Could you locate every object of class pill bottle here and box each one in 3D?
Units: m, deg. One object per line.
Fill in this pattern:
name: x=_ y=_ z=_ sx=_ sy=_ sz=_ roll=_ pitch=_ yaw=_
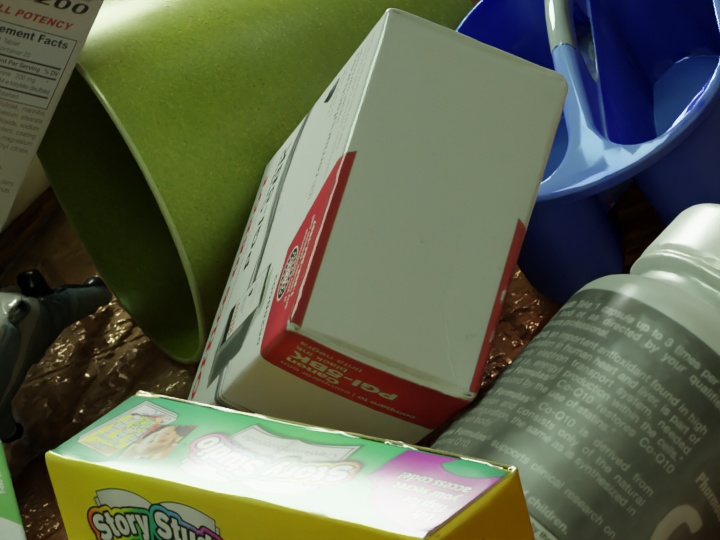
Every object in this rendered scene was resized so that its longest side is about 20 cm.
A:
pill bottle: x=0.099 y=0.074 z=1.030 sx=0.200 sy=0.114 sz=0.114 roll=-46 pitch=35 yaw=-19

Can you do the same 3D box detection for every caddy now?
caddy: x=0.110 y=-0.082 z=1.229 sx=0.141 sy=0.105 sz=0.200 roll=-23 pitch=34 yaw=16

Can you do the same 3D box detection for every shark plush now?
shark plush: x=-0.192 y=0.055 z=1.319 sx=0.091 sy=0.083 sz=0.200 roll=-5 pitch=24 yaw=19

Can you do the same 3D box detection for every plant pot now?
plant pot: x=-0.041 y=-0.082 z=1.311 sx=0.200 sy=0.187 sz=0.187 roll=-29 pitch=31 yaw=-17

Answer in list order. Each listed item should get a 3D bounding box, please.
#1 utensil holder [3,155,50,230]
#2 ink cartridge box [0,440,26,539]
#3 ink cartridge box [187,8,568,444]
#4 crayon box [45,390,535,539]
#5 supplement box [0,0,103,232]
utensil holder: x=-0.224 y=-0.113 z=1.489 sx=0.170 sy=0.170 sz=0.200 roll=13 pitch=52 yaw=47
ink cartridge box: x=-0.249 y=0.140 z=1.161 sx=0.200 sy=0.084 sz=0.146 roll=3 pitch=28 yaw=-17
ink cartridge box: x=0.000 y=0.000 z=1.116 sx=0.200 sy=0.083 sz=0.147 roll=135 pitch=155 yaw=-66
crayon box: x=-0.013 y=0.143 z=0.971 sx=0.200 sy=0.173 sz=0.058 roll=8 pitch=29 yaw=44
supplement box: x=-0.205 y=-0.084 z=1.237 sx=0.126 sy=0.073 sz=0.200 roll=44 pitch=114 yaw=47
